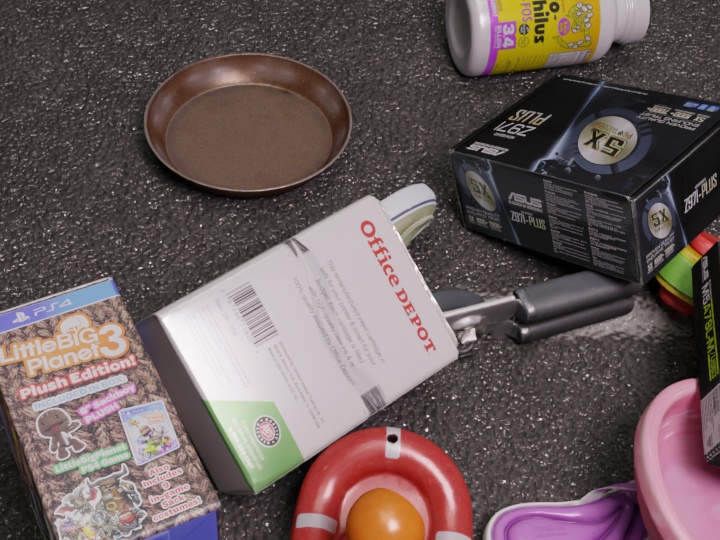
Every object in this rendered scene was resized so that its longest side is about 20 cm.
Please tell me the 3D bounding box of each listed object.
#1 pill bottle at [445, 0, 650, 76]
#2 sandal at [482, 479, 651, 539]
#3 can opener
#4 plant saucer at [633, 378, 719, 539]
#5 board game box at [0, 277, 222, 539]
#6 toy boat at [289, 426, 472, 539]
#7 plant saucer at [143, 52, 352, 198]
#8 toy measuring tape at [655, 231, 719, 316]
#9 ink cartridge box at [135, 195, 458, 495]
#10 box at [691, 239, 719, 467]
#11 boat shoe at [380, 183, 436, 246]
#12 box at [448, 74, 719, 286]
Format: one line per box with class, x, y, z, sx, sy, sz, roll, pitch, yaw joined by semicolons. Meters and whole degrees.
pill bottle;0.196;-0.265;1.191;0.198;0.105;0.105;-9;50;-12
sandal;0.189;0.186;0.827;0.201;0.050;0.083;-10;51;-14
can opener;0.138;0.023;0.966;0.199;0.054;0.067;-14;52;-17
plant saucer;0.273;0.173;0.811;0.199;0.051;0.201;18;43;-18
board game box;-0.174;0.138;0.770;0.096;0.160;0.200;-19;53;-21
toy boat;0.014;0.189;0.757;0.129;0.131;0.201;6;48;1
plant saucer;-0.108;-0.136;1.102;0.198;0.035;0.201;2;49;-2
toy measuring tape;0.319;0.024;0.968;0.199;0.074;0.074;35;55;17
ink cartridge box;-0.046;0.054;0.862;0.199;0.084;0.147;-30;93;-27
box;0.344;0.091;0.860;0.192;0.048;0.201;23;44;-9
boat shoe;0.000;0.000;0.977;0.200;0.072;0.062;-39;80;-24
box;0.207;-0.088;1.005;0.163;0.087;0.199;-36;38;-29
